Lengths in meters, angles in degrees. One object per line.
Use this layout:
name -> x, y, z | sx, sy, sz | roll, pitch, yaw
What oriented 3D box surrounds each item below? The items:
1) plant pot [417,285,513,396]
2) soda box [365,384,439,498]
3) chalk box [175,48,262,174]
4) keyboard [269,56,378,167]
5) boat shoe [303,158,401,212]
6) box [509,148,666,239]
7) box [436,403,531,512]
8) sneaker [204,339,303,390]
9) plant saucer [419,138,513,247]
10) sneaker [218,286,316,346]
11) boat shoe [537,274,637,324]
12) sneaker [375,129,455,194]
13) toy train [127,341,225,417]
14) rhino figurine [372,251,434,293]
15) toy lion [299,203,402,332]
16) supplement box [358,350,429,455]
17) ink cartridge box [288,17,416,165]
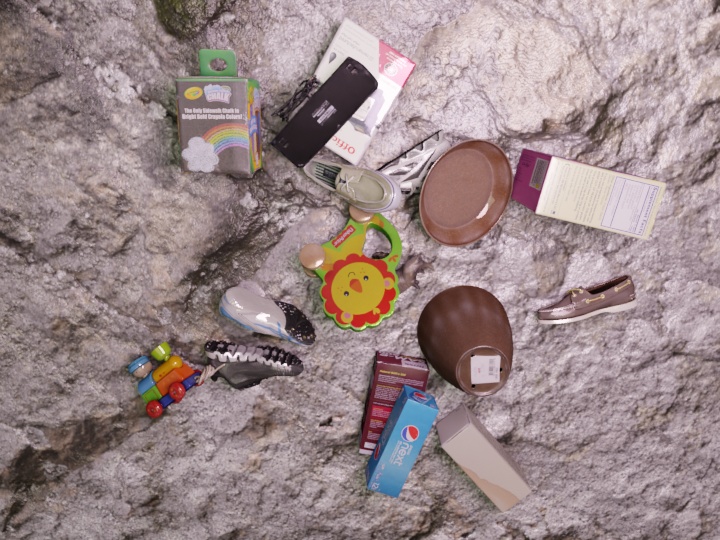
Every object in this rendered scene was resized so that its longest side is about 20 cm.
plant pot -> 0.206, 0.145, 1.146 | 0.184, 0.200, 0.189 | 0, 104, -1
soda box -> 0.077, 0.329, 1.199 | 0.067, 0.064, 0.202 | 21, 103, -9
chalk box -> -0.240, -0.273, 1.073 | 0.123, 0.124, 0.203 | 1, 103, 0
keyboard -> -0.071, -0.275, 1.041 | 0.200, 0.040, 0.104 | -44, 123, 10
boat shoe -> -0.020, -0.149, 1.083 | 0.199, 0.062, 0.073 | 23, 102, 36
box -> 0.387, -0.139, 1.087 | 0.198, 0.176, 0.098 | 13, 105, -4
box -> 0.248, 0.378, 1.262 | 0.078, 0.095, 0.200 | -40, 100, 9
sneaker -> -0.210, 0.195, 1.225 | 0.197, 0.067, 0.092 | 8, 107, 1
plant saucer -> 0.185, -0.142, 1.126 | 0.198, 0.037, 0.203 | -12, 119, -23
sneaker -> -0.178, 0.095, 1.204 | 0.198, 0.072, 0.073 | 27, 137, -14
boat shoe -> 0.431, 0.057, 1.195 | 0.197, 0.072, 0.060 | -13, 98, -1
sneaker -> 0.084, -0.167, 1.129 | 0.199, 0.074, 0.089 | -29, 101, 7
toy train -> -0.356, 0.184, 1.198 | 0.199, 0.085, 0.116 | -38, 88, 22
rhino figurine -> 0.041, 0.010, 1.180 | 0.197, 0.060, 0.089 | -7, 98, 4
toy lion -> 0.000, 0.000, 1.112 | 0.192, 0.069, 0.200 | 44, 78, 11
supplement box -> 0.064, 0.271, 1.247 | 0.107, 0.061, 0.202 | 10, 105, -4
ink cartridge box -> -0.016, -0.306, 1.086 | 0.144, 0.084, 0.201 | 30, 103, -7
